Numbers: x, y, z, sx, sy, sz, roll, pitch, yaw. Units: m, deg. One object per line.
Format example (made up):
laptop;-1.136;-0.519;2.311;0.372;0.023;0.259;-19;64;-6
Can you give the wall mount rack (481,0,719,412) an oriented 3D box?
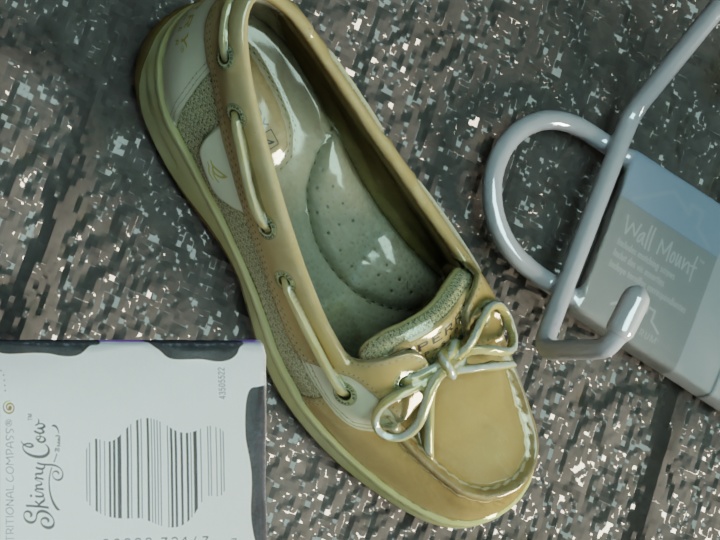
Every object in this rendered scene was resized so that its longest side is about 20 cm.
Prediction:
wall mount rack;0.148;-0.019;0.895;0.200;0.075;0.174;31;71;-24

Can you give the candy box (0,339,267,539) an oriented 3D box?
candy box;-0.149;0.057;0.674;0.199;0.168;0.072;1;84;-29

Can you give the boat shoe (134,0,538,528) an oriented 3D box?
boat shoe;0.001;-0.002;0.820;0.073;0.063;0.201;-34;102;-26
